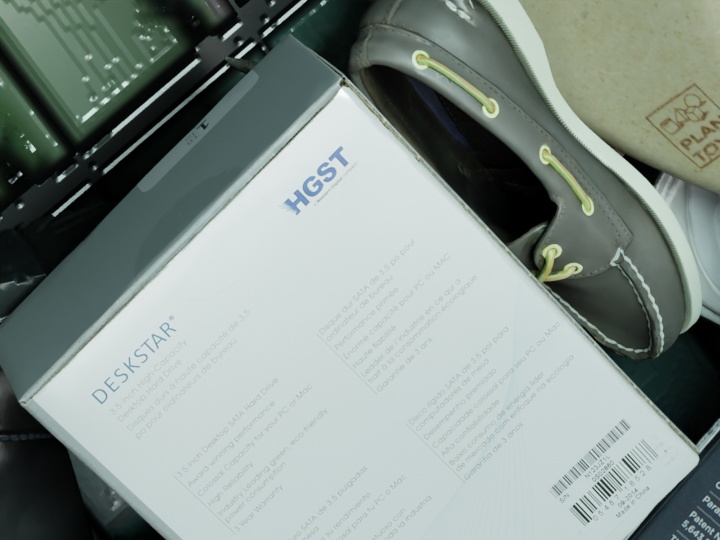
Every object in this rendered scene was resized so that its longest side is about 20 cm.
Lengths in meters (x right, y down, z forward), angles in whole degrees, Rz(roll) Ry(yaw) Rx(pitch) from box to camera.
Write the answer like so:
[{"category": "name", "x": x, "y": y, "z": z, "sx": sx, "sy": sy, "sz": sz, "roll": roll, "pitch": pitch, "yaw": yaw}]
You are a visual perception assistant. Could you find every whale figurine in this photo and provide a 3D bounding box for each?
[{"category": "whale figurine", "x": 0.139, "y": -0.091, "z": 1.128, "sx": 0.200, "sy": 0.159, "sz": 0.104, "roll": 43, "pitch": 44, "yaw": -10}]

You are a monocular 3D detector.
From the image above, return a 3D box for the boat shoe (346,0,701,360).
[{"category": "boat shoe", "x": 0.060, "y": -0.031, "z": 1.112, "sx": 0.201, "sy": 0.071, "sz": 0.061, "roll": 51, "pitch": 53, "yaw": -28}]

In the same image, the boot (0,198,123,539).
[{"category": "boot", "x": -0.117, "y": 0.070, "z": 1.085, "sx": 0.197, "sy": 0.073, "sz": 0.163, "roll": -18, "pitch": 111, "yaw": -20}]

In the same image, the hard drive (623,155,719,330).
[{"category": "hard drive", "x": 0.191, "y": -0.066, "z": 1.215, "sx": 0.139, "sy": 0.038, "sz": 0.201, "roll": 26, "pitch": 90, "yaw": -28}]

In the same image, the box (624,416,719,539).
[{"category": "box", "x": 0.203, "y": 0.105, "z": 1.150, "sx": 0.197, "sy": 0.124, "sz": 0.200, "roll": -51, "pitch": 160, "yaw": 0}]

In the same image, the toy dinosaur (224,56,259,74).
[{"category": "toy dinosaur", "x": 0.000, "y": 0.000, "z": 1.116, "sx": 0.200, "sy": 0.102, "sz": 0.077, "roll": 40, "pitch": 92, "yaw": -20}]

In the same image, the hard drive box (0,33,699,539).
[{"category": "hard drive box", "x": -0.005, "y": 0.045, "z": 1.031, "sx": 0.156, "sy": 0.077, "sz": 0.200, "roll": -44, "pitch": 113, "yaw": 0}]
